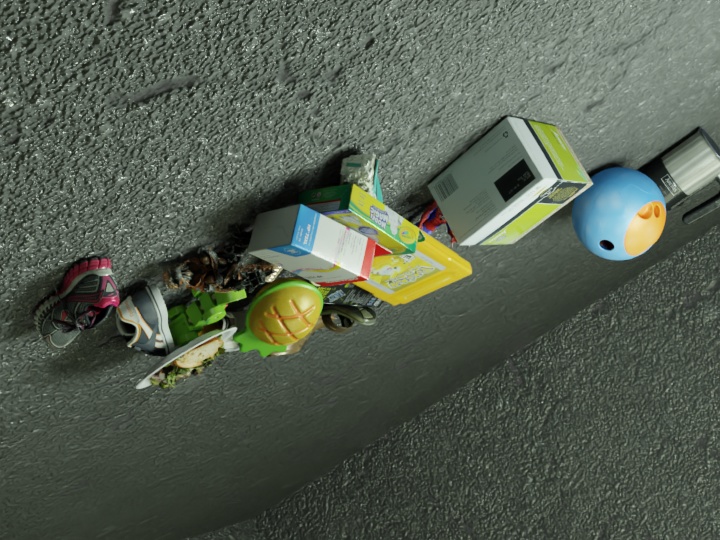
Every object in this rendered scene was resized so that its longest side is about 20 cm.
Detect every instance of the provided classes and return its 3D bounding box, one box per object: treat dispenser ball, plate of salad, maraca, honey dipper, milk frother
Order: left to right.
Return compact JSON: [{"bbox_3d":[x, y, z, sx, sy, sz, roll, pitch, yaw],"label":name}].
[{"bbox_3d":[-0.294,0.159,1.624,0.199,0.048,0.200,-33,175,-3],"label":"plate of salad"},{"bbox_3d":[-0.150,0.089,1.715,0.136,0.108,0.200,19,127,-31],"label":"maraca"},{"bbox_3d":[-0.114,-0.049,1.561,0.038,0.038,0.200,-11,154,-41],"label":"honey dipper"},{"bbox_3d":[0.564,-0.124,2.055,0.200,0.202,0.201,-24,162,-9],"label":"treat dispenser ball"},{"bbox_3d":[0.761,-0.229,2.206,0.188,0.180,0.201,-36,-157,26],"label":"milk frother"}]

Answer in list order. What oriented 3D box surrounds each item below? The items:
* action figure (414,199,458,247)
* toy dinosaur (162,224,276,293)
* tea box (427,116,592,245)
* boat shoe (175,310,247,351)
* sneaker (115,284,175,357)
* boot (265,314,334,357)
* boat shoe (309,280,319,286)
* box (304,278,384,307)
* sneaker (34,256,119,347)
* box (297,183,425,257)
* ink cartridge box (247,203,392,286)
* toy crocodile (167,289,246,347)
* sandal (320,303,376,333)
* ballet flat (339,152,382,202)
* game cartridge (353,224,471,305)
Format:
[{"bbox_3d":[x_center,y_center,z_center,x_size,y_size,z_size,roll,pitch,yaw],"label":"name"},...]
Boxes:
[{"bbox_3d":[0.114,-0.061,1.757,0.065,0.099,0.200,40,119,-21],"label":"action figure"},{"bbox_3d":[-0.214,-0.006,1.496,0.135,0.103,0.200,-23,-173,40],"label":"toy dinosaur"},{"bbox_3d":[0.266,-0.152,1.666,0.200,0.134,0.196,-39,158,32],"label":"tea box"},{"bbox_3d":[-0.255,0.108,1.740,0.199,0.071,0.070,-7,157,-32],"label":"boat shoe"},{"bbox_3d":[-0.354,0.091,1.537,0.079,0.079,0.201,-25,154,-17],"label":"sneaker"},{"bbox_3d":[-0.132,0.132,1.940,0.199,0.076,0.073,-10,171,-41],"label":"boot"},{"bbox_3d":[-0.063,-0.035,1.617,0.073,0.070,0.200,-22,161,-17],"label":"boat shoe"},{"bbox_3d":[0.000,0.000,1.759,0.159,0.045,0.200,6,148,-22],"label":"box"},{"bbox_3d":[-0.415,0.061,1.372,0.080,0.075,0.200,-10,155,-42],"label":"sneaker"},{"bbox_3d":[0.004,-0.069,1.482,0.117,0.049,0.199,-5,158,41],"label":"box"},{"bbox_3d":[-0.060,-0.029,1.462,0.199,0.068,0.116,25,159,-36],"label":"ink cartridge box"},{"bbox_3d":[-0.276,0.076,1.617,0.200,0.068,0.062,-39,159,30],"label":"toy crocodile"},{"bbox_3d":[-0.046,0.095,1.865,0.200,0.058,0.079,3,-179,45],"label":"sandal"},{"bbox_3d":[0.001,-0.132,1.483,0.071,0.072,0.200,-25,160,-5],"label":"ballet flat"},{"bbox_3d":[0.079,-0.002,1.698,0.175,0.033,0.199,-26,146,28],"label":"game cartridge"}]
